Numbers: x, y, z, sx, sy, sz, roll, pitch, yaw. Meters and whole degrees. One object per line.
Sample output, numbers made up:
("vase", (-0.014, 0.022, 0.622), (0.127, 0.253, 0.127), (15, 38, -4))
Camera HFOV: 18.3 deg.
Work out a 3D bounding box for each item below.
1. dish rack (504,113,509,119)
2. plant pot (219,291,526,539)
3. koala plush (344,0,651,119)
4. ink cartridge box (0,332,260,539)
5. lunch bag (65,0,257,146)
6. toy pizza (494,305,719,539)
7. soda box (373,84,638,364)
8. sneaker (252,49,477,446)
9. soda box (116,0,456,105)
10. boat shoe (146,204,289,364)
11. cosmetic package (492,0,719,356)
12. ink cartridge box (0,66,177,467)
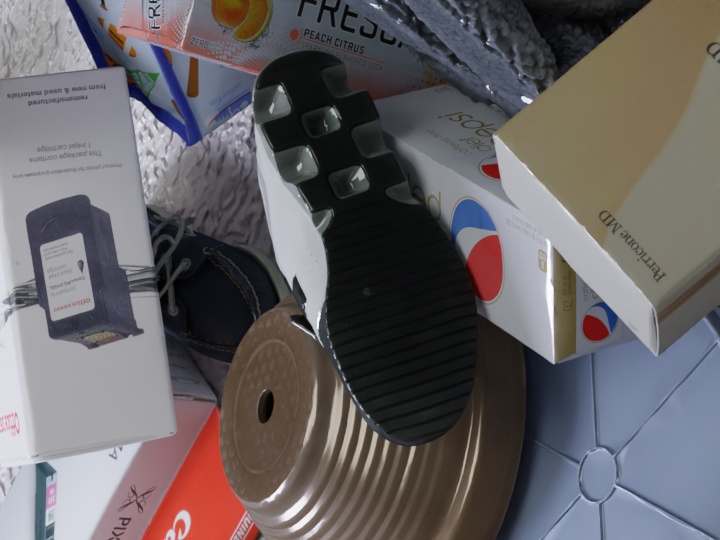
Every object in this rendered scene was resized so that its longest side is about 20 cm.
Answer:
("dish rack", (0.151, -0.146, 1.057), (0.199, 0.043, 0.173), (-16, 70, 47))
("plant pot", (-0.009, 0.075, 1.131), (0.201, 0.092, 0.202), (-27, 58, 53))
("koala plush", (0.097, -0.175, 0.999), (0.200, 0.184, 0.177), (-55, 30, -4))
("ink cartridge box", (-0.144, 0.151, 1.338), (0.201, 0.043, 0.174), (-60, 42, 21))
("lunch bag", (-0.086, -0.202, 1.184), (0.170, 0.201, 0.124), (-39, 41, -18))
("toy pizza", (0.121, 0.097, 1.045), (0.200, 0.032, 0.201), (-19, 66, 50))
("soda box", (0.065, -0.027, 1.060), (0.200, 0.063, 0.068), (34, 133, 55))
("sneaker", (0.000, 0.000, 1.064), (0.089, 0.074, 0.201), (106, 149, -61))
("soda box", (-0.022, -0.125, 1.132), (0.063, 0.199, 0.069), (20, 96, 49))
("boat shoe", (-0.111, 0.002, 1.315), (0.200, 0.062, 0.075), (36, 110, 48))
("cosmetic package", (0.161, -0.072, 0.912), (0.200, 0.071, 0.105), (-41, 71, -6))
("ink cartridge box", (-0.166, 0.002, 1.231), (0.145, 0.084, 0.201), (159, 103, -73))
